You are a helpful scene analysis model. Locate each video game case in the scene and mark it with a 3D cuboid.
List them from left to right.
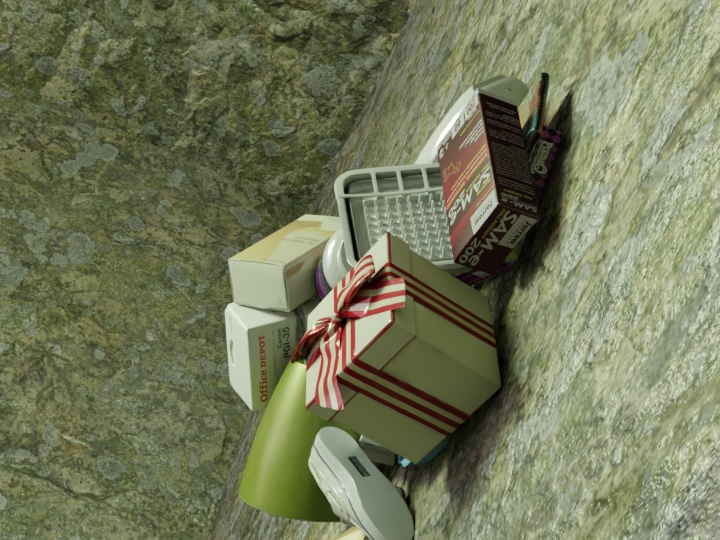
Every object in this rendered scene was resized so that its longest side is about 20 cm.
[{"bbox_3d":[0.184,-0.078,1.625,0.200,0.036,0.182,149,143,-77],"label":"video game case"}]

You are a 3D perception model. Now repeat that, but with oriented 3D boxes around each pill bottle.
[{"bbox_3d":[0.000,0.000,1.717,0.200,0.112,0.113,119,171,-76],"label":"pill bottle"}]

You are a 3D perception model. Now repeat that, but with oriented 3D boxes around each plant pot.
[{"bbox_3d":[-0.067,0.227,1.787,0.187,0.186,0.202,-130,48,-81],"label":"plant pot"}]

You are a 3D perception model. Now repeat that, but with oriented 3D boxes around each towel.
[{"bbox_3d":[0.181,-0.142,1.621,0.147,0.022,0.201,-75,12,-50],"label":"towel"}]

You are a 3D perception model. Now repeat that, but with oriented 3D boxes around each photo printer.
[{"bbox_3d":[0.150,-0.183,1.740,0.167,0.069,0.200,-55,-9,25],"label":"photo printer"}]

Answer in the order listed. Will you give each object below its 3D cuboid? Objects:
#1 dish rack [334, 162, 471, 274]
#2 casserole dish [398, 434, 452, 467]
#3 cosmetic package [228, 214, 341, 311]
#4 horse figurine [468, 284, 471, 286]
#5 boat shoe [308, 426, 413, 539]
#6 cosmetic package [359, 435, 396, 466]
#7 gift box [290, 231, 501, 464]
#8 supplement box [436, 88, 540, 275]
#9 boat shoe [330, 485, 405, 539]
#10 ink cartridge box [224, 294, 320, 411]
[{"bbox_3d":[0.059,-0.055,1.589,0.201,0.170,0.044,-100,7,-49],"label":"dish rack"},{"bbox_3d":[0.097,0.157,1.582,0.121,0.039,0.201,126,163,-59],"label":"casserole dish"},{"bbox_3d":[-0.091,-0.014,1.848,0.200,0.105,0.072,-35,-55,-52],"label":"cosmetic package"},{"bbox_3d":[0.055,0.090,1.664,0.050,0.199,0.133,61,144,30],"label":"horse figurine"},{"bbox_3d":[-0.006,0.282,1.573,0.200,0.072,0.066,47,124,36],"label":"boat shoe"},{"bbox_3d":[0.034,0.202,1.666,0.200,0.050,0.083,84,-162,-76],"label":"cosmetic package"},{"bbox_3d":[0.042,0.090,1.447,0.185,0.186,0.201,-49,24,25],"label":"gift box"},{"bbox_3d":[0.149,-0.108,1.518,0.109,0.060,0.201,-55,29,40],"label":"supplement box"},{"bbox_3d":[-0.009,0.358,1.611,0.072,0.076,0.201,-126,60,-83],"label":"boat shoe"},{"bbox_3d":[-0.088,0.106,1.858,0.083,0.199,0.148,43,141,52],"label":"ink cartridge box"}]
